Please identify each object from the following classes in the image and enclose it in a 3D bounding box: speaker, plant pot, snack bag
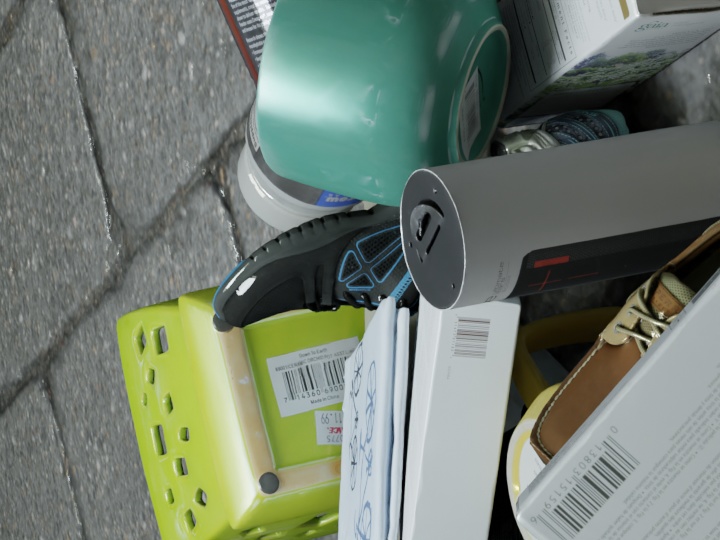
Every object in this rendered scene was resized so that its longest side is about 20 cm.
[{"bbox_3d":[0.124,-0.033,1.331,0.081,0.198,0.082,35,130,57],"label":"speaker"},{"bbox_3d":[-0.052,0.095,1.740,0.181,0.198,0.201,147,111,-68],"label":"plant pot"},{"bbox_3d":[0.007,0.131,1.545,0.200,0.021,0.190,119,154,-74],"label":"snack bag"}]

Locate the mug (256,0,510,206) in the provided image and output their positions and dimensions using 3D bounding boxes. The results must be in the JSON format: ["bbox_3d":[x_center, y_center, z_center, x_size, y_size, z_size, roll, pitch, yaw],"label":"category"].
[{"bbox_3d":[0.027,-0.115,1.410,0.114,0.185,0.153,15,97,19],"label":"mug"}]

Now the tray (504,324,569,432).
[{"bbox_3d":[0.128,0.118,1.590,0.200,0.022,0.108,47,140,51],"label":"tray"}]

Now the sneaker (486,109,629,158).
[{"bbox_3d":[0.130,-0.055,1.473,0.078,0.086,0.200,64,176,2],"label":"sneaker"}]

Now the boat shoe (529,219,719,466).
[{"bbox_3d":[0.168,0.030,1.261,0.076,0.200,0.074,40,166,35],"label":"boat shoe"}]

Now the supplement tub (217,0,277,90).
[{"bbox_3d":[-0.040,-0.183,1.536,0.107,0.106,0.201,0,117,65],"label":"supplement tub"}]

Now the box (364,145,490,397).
[{"bbox_3d":[0.046,0.010,1.626,0.068,0.081,0.202,-156,67,-76],"label":"box"}]

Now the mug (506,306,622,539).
[{"bbox_3d":[0.160,0.110,1.362,0.186,0.152,0.151,15,113,63],"label":"mug"}]

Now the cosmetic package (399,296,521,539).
[{"bbox_3d":[0.057,0.077,1.429,0.151,0.051,0.202,-96,11,-65],"label":"cosmetic package"}]

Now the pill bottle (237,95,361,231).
[{"bbox_3d":[-0.019,-0.114,1.714,0.115,0.113,0.200,70,154,22],"label":"pill bottle"}]

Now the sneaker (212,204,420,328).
[{"bbox_3d":[0.000,0.000,1.544,0.073,0.199,0.082,25,-138,-83],"label":"sneaker"}]

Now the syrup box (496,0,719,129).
[{"bbox_3d":[0.141,-0.154,1.397,0.200,0.078,0.082,-37,65,63],"label":"syrup box"}]

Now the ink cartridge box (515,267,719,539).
[{"bbox_3d":[0.206,0.105,1.200,0.173,0.200,0.044,41,-173,1],"label":"ink cartridge box"}]

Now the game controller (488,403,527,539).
[{"bbox_3d":[0.104,0.162,1.444,0.105,0.042,0.201,-55,19,36],"label":"game controller"}]
